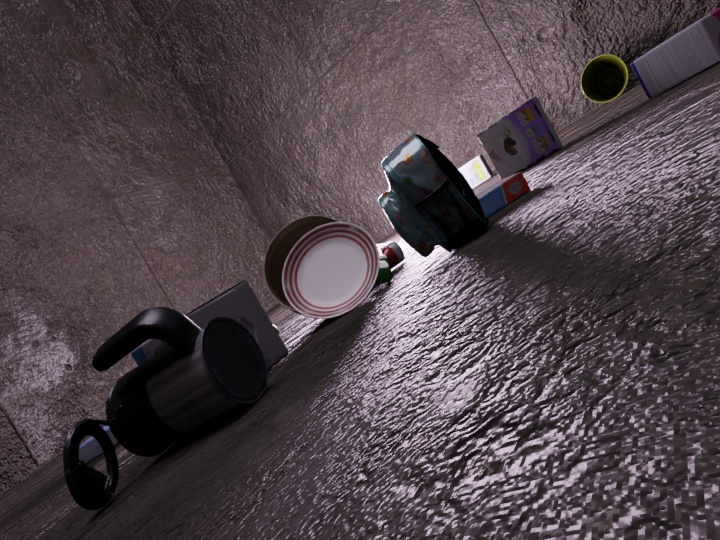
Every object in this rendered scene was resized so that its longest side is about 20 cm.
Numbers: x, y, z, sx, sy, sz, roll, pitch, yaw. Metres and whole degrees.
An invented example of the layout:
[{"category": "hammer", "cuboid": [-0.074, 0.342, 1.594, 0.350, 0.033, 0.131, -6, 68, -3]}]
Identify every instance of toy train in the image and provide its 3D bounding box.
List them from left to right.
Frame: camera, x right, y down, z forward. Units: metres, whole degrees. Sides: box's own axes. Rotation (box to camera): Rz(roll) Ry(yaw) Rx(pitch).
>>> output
[{"category": "toy train", "cuboid": [0.029, -0.014, 1.149, 0.055, 0.043, 0.200, -13, 17, 0]}]

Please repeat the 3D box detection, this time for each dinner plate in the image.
[{"category": "dinner plate", "cuboid": [-0.055, 0.000, 1.069, 0.198, 0.202, 0.024, -32, -33, -1]}]

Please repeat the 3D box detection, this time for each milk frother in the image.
[{"category": "milk frother", "cuboid": [-0.240, 0.172, 0.696, 0.186, 0.180, 0.203, -30, 46, 22]}]

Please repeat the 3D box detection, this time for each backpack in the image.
[{"category": "backpack", "cuboid": [0.113, -0.131, 0.991, 0.151, 0.202, 0.176, -31, 4, 12]}]

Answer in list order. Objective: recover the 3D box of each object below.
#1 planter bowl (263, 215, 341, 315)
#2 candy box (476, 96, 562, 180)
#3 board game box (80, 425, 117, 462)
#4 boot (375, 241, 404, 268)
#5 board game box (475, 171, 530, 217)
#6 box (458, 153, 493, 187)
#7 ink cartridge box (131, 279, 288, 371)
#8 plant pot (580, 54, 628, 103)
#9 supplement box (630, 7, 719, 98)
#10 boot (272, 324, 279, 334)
[{"category": "planter bowl", "cuboid": [-0.086, 0.008, 1.169, 0.198, 0.202, 0.135, -31, -24, -2]}, {"category": "candy box", "cuboid": [0.482, -0.395, 1.716, 0.198, 0.170, 0.071, -29, 3, 33]}, {"category": "board game box", "cuboid": [-0.574, 0.376, 1.396, 0.198, 0.044, 0.199, -33, 4, -5]}, {"category": "boot", "cuboid": [0.000, 0.000, 1.324, 0.143, 0.073, 0.199, -35, 8, -25]}, {"category": "board game box", "cuboid": [0.251, -0.137, 1.187, 0.151, 0.041, 0.200, -32, 3, -2]}, {"category": "box", "cuboid": [0.498, -0.432, 2.609, 0.198, 0.114, 0.101, -31, 4, 26]}, {"category": "ink cartridge box", "cuboid": [-0.254, 0.139, 0.954, 0.198, 0.149, 0.145, -30, 3, 39]}, {"category": "plant pot", "cuboid": [1.123, -0.871, 2.576, 0.198, 0.203, 0.192, -29, -2, 34]}, {"category": "supplement box", "cuboid": [0.755, -0.503, 1.312, 0.100, 0.105, 0.200, -31, 2, -21]}, {"category": "boot", "cuboid": [-0.244, 0.161, 1.181, 0.198, 0.073, 0.166, -36, 5, 5]}]
